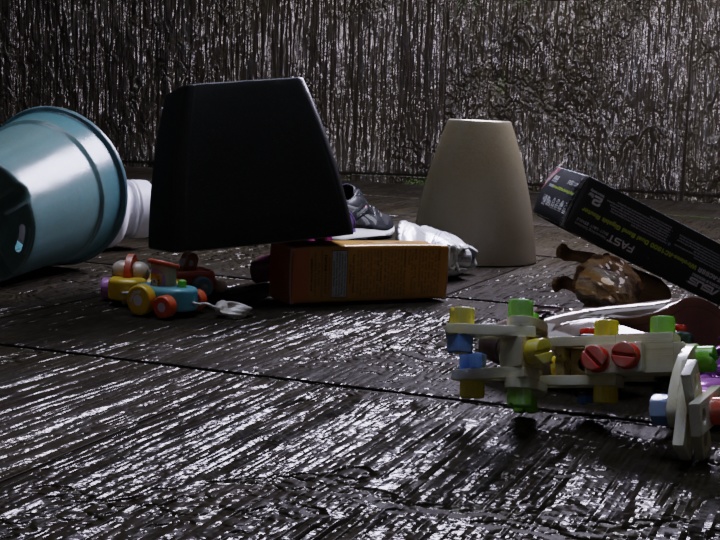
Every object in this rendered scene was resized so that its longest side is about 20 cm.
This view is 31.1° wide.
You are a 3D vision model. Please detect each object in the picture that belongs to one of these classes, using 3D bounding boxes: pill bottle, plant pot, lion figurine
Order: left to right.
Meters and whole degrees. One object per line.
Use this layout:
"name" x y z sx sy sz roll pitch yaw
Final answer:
"plant pot" -0.405 -0.081 1.525 0.198 0.202 0.196 4 15 14
"pill bottle" -0.393 -0.086 1.813 0.198 0.112 0.111 -2 9 -32
"plant pot" -0.133 -0.119 1.447 0.198 0.179 0.199 -5 4 -17
"plant pot" 0.168 -0.118 1.882 0.185 0.202 0.187 2 7 0
"lion figurine" 0.283 0.019 1.381 0.199 0.073 0.122 1 14 -44

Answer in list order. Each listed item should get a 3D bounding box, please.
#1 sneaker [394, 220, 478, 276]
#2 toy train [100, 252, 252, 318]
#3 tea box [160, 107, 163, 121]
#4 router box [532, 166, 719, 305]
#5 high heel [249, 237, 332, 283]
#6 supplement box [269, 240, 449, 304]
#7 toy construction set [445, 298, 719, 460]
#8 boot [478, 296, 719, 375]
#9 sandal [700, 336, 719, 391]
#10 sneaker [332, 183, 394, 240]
"sneaker" 0.095 -0.024 1.657 0.086 0.075 0.200 10 10 19
"toy train" -0.194 0.008 1.373 0.149 0.056 0.200 -1 8 -24
"tea box" -0.218 -0.162 2.102 0.132 0.202 0.196 5 8 26
"router box" 0.299 -0.041 1.415 0.199 0.063 0.150 25 6 -8
"high heel" -0.052 -0.023 1.601 0.095 0.068 0.200 -5 19 25
"supplement box" 0.000 0.000 1.454 0.198 0.070 0.066 -3 8 -25
"toy construction set" 0.165 0.066 0.886 0.198 0.093 0.131 13 -5 31
"boot" 0.202 0.053 1.097 0.145 0.071 0.199 6 8 43
"sandal" 0.289 0.077 1.000 0.082 0.050 0.202 6 8 26
"sneaker" -0.002 -0.097 2.109 0.075 0.089 0.199 6 8 30
